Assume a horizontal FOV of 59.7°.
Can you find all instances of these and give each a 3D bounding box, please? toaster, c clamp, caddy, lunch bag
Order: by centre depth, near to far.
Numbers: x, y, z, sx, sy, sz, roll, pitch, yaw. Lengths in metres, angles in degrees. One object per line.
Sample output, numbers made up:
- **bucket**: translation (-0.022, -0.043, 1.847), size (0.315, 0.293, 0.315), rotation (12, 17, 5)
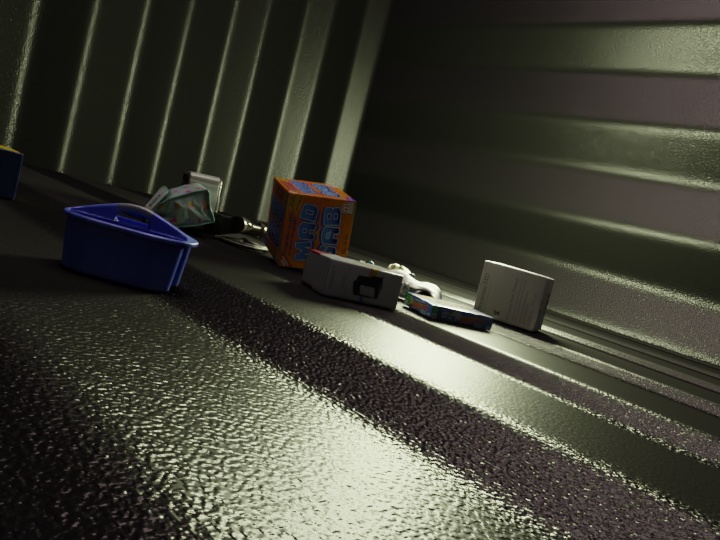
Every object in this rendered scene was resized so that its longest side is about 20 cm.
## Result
- **caddy**: translation (-0.343, -0.044, 0.932), size (0.194, 0.108, 0.141), rotation (15, 3, -6)
- **lunch bag**: translation (-0.555, -0.189, 1.884), size (0.195, 0.126, 0.170), rotation (-14, 19, -20)
- **c clamp**: translation (-0.349, -0.085, 1.958), size (0.168, 0.028, 0.198), rotation (13, 5, -40)
- **toaster**: translation (-0.535, -0.226, 2.076), size (0.116, 0.187, 0.199), rotation (9, 6, -28)

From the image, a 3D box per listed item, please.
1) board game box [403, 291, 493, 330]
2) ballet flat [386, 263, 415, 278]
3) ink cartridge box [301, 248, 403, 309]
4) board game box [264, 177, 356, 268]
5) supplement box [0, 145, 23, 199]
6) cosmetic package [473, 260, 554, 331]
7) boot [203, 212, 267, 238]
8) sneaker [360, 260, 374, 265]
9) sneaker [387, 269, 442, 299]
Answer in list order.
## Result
- **board game box**: translation (0.225, 0.104, 1.606), size (0.195, 0.035, 0.135), rotation (14, 6, -28)
- **ballet flat**: translation (0.129, 0.015, 2.155), size (0.071, 0.075, 0.199), rotation (13, 5, -29)
- **ink cartridge box**: translation (-0.020, 0.020, 1.460), size (0.195, 0.085, 0.145), rotation (13, 4, -28)
- **board game box**: translation (-0.148, -0.133, 1.783), size (0.194, 0.206, 0.200), rotation (4, 17, -22)
- **supplement box**: translation (-0.894, -0.248, 1.492), size (0.108, 0.112, 0.197), rotation (11, 6, -44)
- **cosmetic package**: translation (0.478, 0.079, 1.953), size (0.195, 0.173, 0.165), rotation (16, 5, 25)
- **boot**: translation (-0.385, -0.132, 2.004), size (0.195, 0.072, 0.173), rotation (8, -2, 27)
- **sneaker**: translation (0.000, 0.000, 1.783), size (0.072, 0.073, 0.199), rotation (41, -8, -37)
- **sneaker**: translation (0.135, 0.049, 1.759), size (0.194, 0.077, 0.087), rotation (16, 9, 7)
